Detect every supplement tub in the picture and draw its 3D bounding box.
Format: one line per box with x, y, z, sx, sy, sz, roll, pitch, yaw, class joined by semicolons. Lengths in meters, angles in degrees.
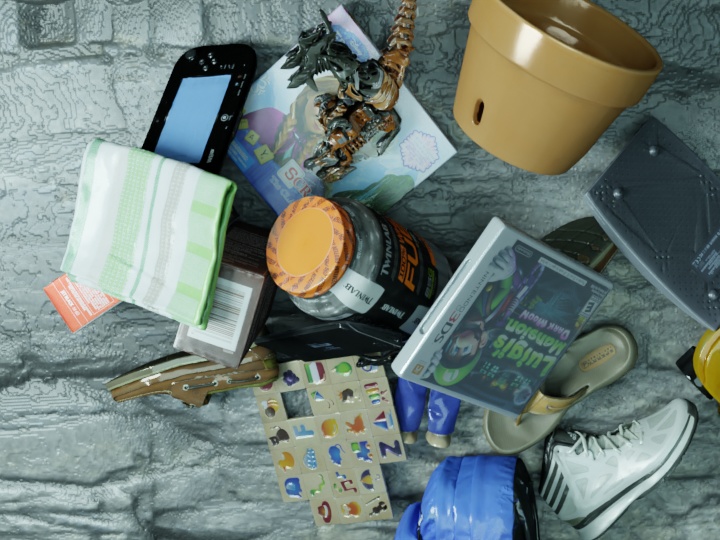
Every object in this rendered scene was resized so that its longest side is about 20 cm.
0.000;0.000;1.160;0.121;0.199;0.125;-11;70;32;supplement tub

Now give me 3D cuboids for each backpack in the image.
0.118;0.309;1.250;0.165;0.163;0.203;1;103;7;backpack

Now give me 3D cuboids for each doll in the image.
0.074;0.093;1.263;0.134;0.049;0.203;7;103;1;doll

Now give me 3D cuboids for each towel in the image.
-0.211;-0.039;1.102;0.198;0.031;0.152;18;100;35;towel

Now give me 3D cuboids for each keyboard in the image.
-0.019;0.078;1.185;0.126;0.199;0.021;22;72;-29;keyboard

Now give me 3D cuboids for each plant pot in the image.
0.182;-0.191;1.134;0.198;0.201;0.141;25;120;-2;plant pot

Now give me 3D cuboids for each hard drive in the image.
0.333;-0.048;1.195;0.200;0.042;0.135;45;74;-6;hard drive

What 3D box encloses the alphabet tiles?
-0.030;0.195;1.291;0.165;0.008;0.203;-10;102;21;alphabet tiles

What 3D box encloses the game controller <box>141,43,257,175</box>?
-0.171;-0.151;1.168;0.103;0.202;0.042;-4;148;34;game controller

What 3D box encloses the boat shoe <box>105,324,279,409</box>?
-0.188;0.124;1.271;0.197;0.072;0.069;-17;97;9;boat shoe

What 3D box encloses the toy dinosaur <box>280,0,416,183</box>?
-0.006;-0.193;1.157;0.135;0.102;0.202;28;84;-18;toy dinosaur

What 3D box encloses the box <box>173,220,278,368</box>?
-0.129;0.019;1.182;0.074;0.200;0.102;18;102;2;box

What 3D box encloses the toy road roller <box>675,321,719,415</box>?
0.440;0.131;1.199;0.200;0.146;0.123;44;102;-6;toy road roller

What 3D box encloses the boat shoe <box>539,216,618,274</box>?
0.205;0.027;1.235;0.200;0.076;0.074;-42;133;0;boat shoe

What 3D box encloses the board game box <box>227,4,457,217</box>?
-0.031;-0.143;1.221;0.199;0.041;0.201;-40;97;10;board game box

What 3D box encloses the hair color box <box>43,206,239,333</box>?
-0.234;-0.021;1.226;0.198;0.111;0.064;-32;98;9;hair color box

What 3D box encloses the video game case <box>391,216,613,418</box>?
0.149;0.055;1.150;0.199;0.023;0.183;23;107;-42;video game case

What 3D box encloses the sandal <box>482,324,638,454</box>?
0.216;0.126;1.247;0.199;0.054;0.081;-35;75;8;sandal

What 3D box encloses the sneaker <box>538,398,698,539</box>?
0.276;0.199;1.260;0.115;0.076;0.201;38;104;-7;sneaker
